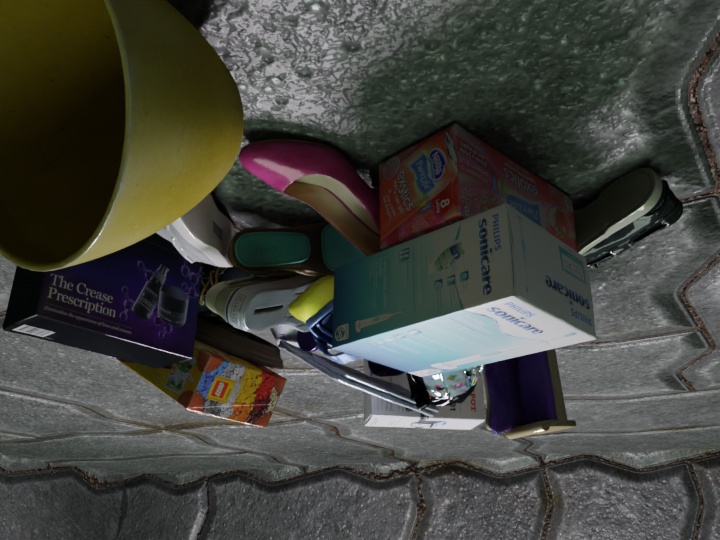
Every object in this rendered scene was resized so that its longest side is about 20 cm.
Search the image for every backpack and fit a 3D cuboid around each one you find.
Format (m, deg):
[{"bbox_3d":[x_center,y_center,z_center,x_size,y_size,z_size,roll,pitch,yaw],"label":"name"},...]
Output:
[{"bbox_3d":[0.111,0.074,0.933,0.126,0.168,0.201,-10,143,3],"label":"backpack"}]

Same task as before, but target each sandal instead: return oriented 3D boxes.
[{"bbox_3d":[-0.014,0.062,0.781,0.079,0.087,0.200,-38,168,13],"label":"sandal"}]

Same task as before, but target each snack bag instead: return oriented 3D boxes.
[{"bbox_3d":[-0.006,0.158,1.031,0.188,0.022,0.200,26,175,-32],"label":"snack bag"}]

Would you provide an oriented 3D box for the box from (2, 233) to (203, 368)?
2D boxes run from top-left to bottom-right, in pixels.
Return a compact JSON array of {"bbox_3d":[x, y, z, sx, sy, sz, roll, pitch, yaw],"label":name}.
[{"bbox_3d":[-0.289,0.020,0.803,0.078,0.142,0.199,-19,151,34],"label":"box"}]

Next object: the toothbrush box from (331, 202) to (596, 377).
[{"bbox_3d":[0.092,0.030,0.639,0.199,0.086,0.146,-20,149,40],"label":"toothbrush box"}]

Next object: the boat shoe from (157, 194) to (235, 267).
[{"bbox_3d":[-0.188,-0.055,0.728,0.068,0.073,0.200,-3,166,6],"label":"boat shoe"}]

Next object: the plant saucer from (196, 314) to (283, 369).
[{"bbox_3d":[-0.202,0.097,1.032,0.199,0.030,0.200,24,175,2],"label":"plant saucer"}]

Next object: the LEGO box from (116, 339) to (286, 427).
[{"bbox_3d":[-0.228,0.139,0.976,0.199,0.078,0.149,19,173,42],"label":"LEGO box"}]

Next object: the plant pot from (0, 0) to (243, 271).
[{"bbox_3d":[-0.165,-0.108,0.473,0.199,0.202,0.142,-16,178,35],"label":"plant pot"}]

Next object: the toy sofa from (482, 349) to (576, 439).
[{"bbox_3d":[0.231,0.134,0.986,0.097,0.202,0.083,7,158,-27],"label":"toy sofa"}]

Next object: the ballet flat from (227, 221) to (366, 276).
[{"bbox_3d":[-0.055,-0.020,0.799,0.198,0.068,0.072,-3,175,-16],"label":"ballet flat"}]

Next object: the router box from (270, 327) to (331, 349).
[{"bbox_3d":[-0.045,0.067,1.027,0.178,0.049,0.200,0,157,2],"label":"router box"}]

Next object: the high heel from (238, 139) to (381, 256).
[{"bbox_3d":[-0.028,-0.057,0.668,0.199,0.097,0.067,18,152,-36],"label":"high heel"}]

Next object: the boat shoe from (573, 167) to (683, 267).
[{"bbox_3d":[0.255,-0.036,0.742,0.066,0.075,0.199,24,140,-21],"label":"boat shoe"}]

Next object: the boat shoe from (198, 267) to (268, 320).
[{"bbox_3d":[-0.183,0.025,0.894,0.090,0.071,0.200,6,160,-27],"label":"boat shoe"}]

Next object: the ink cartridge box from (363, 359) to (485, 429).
[{"bbox_3d":[0.108,0.194,1.201,0.198,0.148,0.086,3,155,-8],"label":"ink cartridge box"}]

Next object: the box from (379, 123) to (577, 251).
[{"bbox_3d":[0.121,-0.049,0.686,0.199,0.095,0.102,21,149,-40],"label":"box"}]

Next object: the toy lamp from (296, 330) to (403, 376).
[{"bbox_3d":[-0.003,0.116,1.005,0.058,0.059,0.199,-18,152,37],"label":"toy lamp"}]

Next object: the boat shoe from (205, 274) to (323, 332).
[{"bbox_3d":[-0.096,0.030,0.801,0.062,0.072,0.200,23,-172,26],"label":"boat shoe"}]
